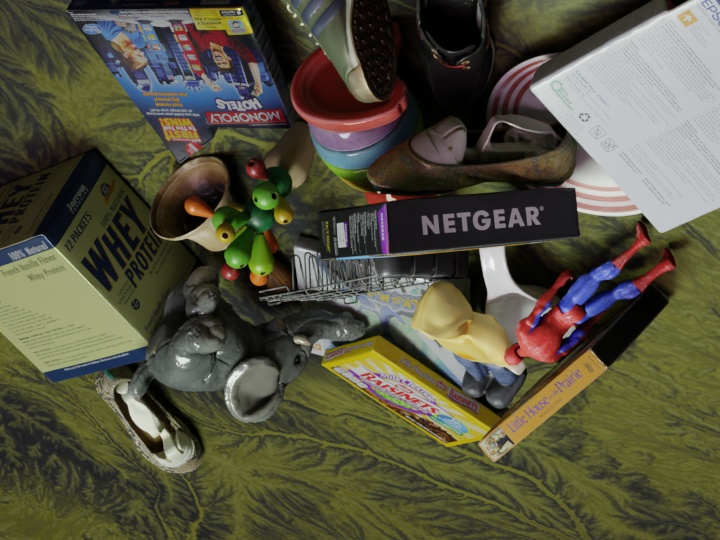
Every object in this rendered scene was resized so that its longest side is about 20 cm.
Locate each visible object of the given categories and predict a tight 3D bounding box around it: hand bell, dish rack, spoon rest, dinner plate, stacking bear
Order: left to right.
[{"bbox_3d":[-0.127,-0.027,1.901,0.104,0.105,0.200,-8,144,36],"label":"hand bell"},{"bbox_3d":[0.000,0.000,1.787,0.199,0.055,0.153,-12,171,37],"label":"dish rack"},{"bbox_3d":[0.019,-0.122,1.668,0.113,0.122,0.200,-15,142,14],"label":"stacking bear"},{"bbox_3d":[0.161,0.021,1.790,0.099,0.061,0.200,0,135,30],"label":"spoon rest"},{"bbox_3d":[0.214,-0.129,1.616,0.199,0.024,0.201,16,142,13],"label":"dinner plate"}]

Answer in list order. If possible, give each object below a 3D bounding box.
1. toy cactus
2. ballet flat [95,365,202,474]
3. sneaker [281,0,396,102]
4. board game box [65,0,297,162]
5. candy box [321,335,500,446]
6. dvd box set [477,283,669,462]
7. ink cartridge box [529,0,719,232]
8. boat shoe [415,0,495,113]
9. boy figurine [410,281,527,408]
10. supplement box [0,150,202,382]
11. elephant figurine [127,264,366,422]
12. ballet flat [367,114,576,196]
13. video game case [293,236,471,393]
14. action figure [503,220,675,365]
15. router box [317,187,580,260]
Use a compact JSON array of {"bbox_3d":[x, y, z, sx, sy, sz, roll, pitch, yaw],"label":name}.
[{"bbox_3d":[-0.099,-0.076,1.742,0.102,0.166,0.200,27,161,8],"label":"toy cactus"},{"bbox_3d":[-0.264,0.201,2.226,0.200,0.068,0.075,53,172,-27],"label":"ballet flat"},{"bbox_3d":[-0.032,-0.245,1.550,0.089,0.067,0.201,-5,106,36],"label":"sneaker"},{"bbox_3d":[-0.159,-0.197,1.718,0.199,0.062,0.200,4,138,26],"label":"board game box"},{"bbox_3d":[0.060,0.139,1.981,0.200,0.027,0.102,34,148,-25],"label":"candy box"},{"bbox_3d":[0.215,0.104,1.770,0.029,0.146,0.200,47,135,4],"label":"dvd box set"},{"bbox_3d":[0.283,-0.142,1.515,0.200,0.043,0.196,-27,118,38],"label":"ink cartridge box"},{"bbox_3d":[0.081,-0.213,1.564,0.073,0.063,0.202,13,142,11],"label":"boat shoe"},{"bbox_3d":[0.113,0.076,1.813,0.124,0.065,0.200,23,167,31],"label":"boy figurine"},{"bbox_3d":[-0.326,0.000,1.982,0.199,0.135,0.200,-16,127,40],"label":"supplement box"},{"bbox_3d":[-0.121,0.094,1.911,0.199,0.142,0.155,29,147,-27],"label":"elephant figurine"},{"bbox_3d":[0.103,-0.110,1.580,0.199,0.071,0.071,-3,145,-16],"label":"ballet flat"},{"bbox_3d":[0.026,0.051,1.933,0.199,0.022,0.183,14,141,15],"label":"video game case"},{"bbox_3d":[0.218,0.033,1.729,0.200,0.052,0.065,-40,114,21],"label":"action figure"},{"bbox_3d":[0.079,-0.043,1.612,0.199,0.051,0.149,-6,-179,-25],"label":"router box"}]
